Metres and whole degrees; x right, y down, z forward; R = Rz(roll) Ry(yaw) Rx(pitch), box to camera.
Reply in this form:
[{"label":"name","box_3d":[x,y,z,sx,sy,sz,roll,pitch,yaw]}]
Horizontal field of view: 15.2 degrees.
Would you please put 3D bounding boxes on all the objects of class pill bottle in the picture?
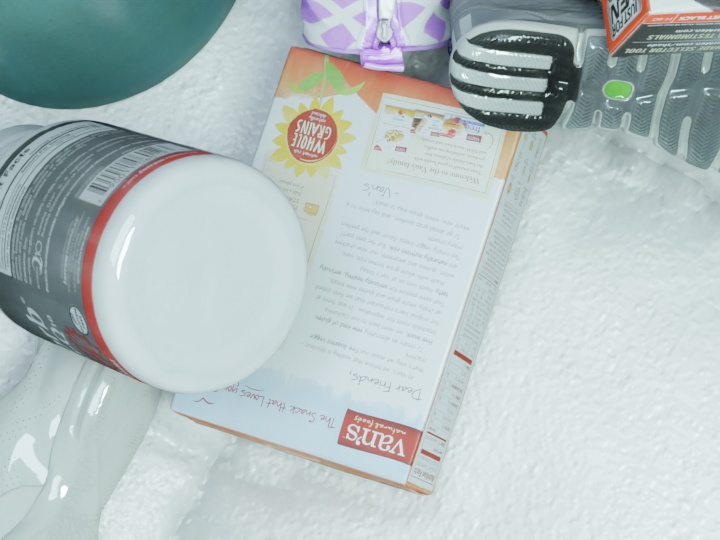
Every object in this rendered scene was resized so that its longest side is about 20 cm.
[{"label":"pill bottle","box_3d":[-0.123,-0.013,1.346,0.200,0.116,0.116,18,84,55]}]

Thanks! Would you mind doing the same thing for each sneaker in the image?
[{"label":"sneaker","box_3d":[0.137,-0.113,1.356,0.200,0.116,0.075,10,119,-13]},{"label":"sneaker","box_3d":[-0.182,0.118,1.410,0.088,0.075,0.200,24,81,31]}]

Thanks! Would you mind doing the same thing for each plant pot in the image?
[{"label":"plant pot","box_3d":[-0.173,-0.201,1.412,0.200,0.161,0.201,-3,78,15]}]

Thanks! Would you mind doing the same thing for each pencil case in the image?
[{"label":"pencil case","box_3d":[0.004,-0.202,1.363,0.084,0.086,0.200,-3,109,5]}]

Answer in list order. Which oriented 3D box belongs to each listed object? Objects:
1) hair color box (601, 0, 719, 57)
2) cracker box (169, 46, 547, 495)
[{"label":"hair color box","box_3d":[0.158,-0.206,1.289,0.101,0.061,0.200,-4,76,-16]},{"label":"cracker box","box_3d":[0.000,0.000,1.379,0.134,0.058,0.200,17,84,19]}]
